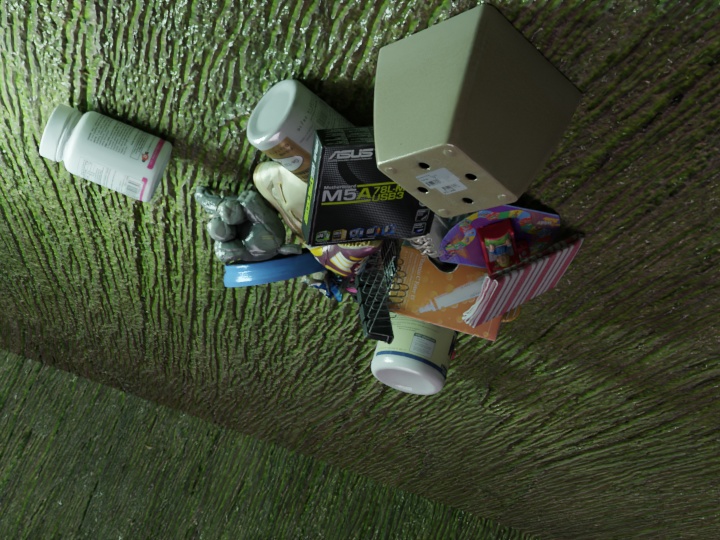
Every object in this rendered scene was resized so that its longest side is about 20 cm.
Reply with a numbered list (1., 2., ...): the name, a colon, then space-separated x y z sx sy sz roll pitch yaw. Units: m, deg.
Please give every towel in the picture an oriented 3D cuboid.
1. towel: 0.264 0.013 1.631 0.030 0.200 0.146 55 152 21

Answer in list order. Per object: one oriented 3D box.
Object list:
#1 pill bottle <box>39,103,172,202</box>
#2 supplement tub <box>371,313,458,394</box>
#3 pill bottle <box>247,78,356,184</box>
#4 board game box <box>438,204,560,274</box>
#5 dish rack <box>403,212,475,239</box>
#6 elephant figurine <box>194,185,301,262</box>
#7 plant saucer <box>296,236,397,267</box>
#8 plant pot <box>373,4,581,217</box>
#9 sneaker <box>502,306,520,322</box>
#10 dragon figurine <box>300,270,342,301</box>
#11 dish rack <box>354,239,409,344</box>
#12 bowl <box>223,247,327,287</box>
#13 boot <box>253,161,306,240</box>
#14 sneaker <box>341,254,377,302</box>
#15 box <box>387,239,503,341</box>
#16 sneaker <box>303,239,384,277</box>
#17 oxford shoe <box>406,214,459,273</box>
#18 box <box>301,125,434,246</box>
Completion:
1. pill bottle: -0.435 -0.204 1.724 0.200 0.113 0.113 22 156 -9
2. supplement tub: 0.113 0.123 1.937 0.145 0.200 0.145 15 156 7
3. pill bottle: -0.060 -0.184 1.496 0.200 0.114 0.114 34 152 -33
4. board game box: 0.227 -0.036 1.593 0.200 0.039 0.158 8 142 -33
5. dish rack: 0.104 -0.112 1.626 0.200 0.044 0.172 -4 148 41
6. elephant figurine: -0.205 -0.091 1.798 0.200 0.141 0.155 -124 10 -75
7. plant saucer: -0.029 -0.050 1.874 0.200 0.032 0.200 15 157 6
8. plant pot: 0.132 -0.182 1.284 0.200 0.177 0.200 33 152 -33
9. sneaker: 0.197 0.040 1.857 0.200 0.076 0.088 29 179 2
10. dragon figurine: -0.054 0.024 1.972 0.099 0.059 0.200 24 174 -20
11. dish rack: 0.039 0.009 1.666 0.054 0.154 0.200 3 139 -17
12. bowl: -0.151 -0.009 1.828 0.200 0.039 0.201 -10 -174 1
13. boot: -0.066 -0.118 1.692 0.155 0.073 0.200 -7 135 44
14. sneaker: 0.000 0.000 1.808 0.077 0.084 0.200 -1 155 10
15. box: 0.158 0.029 1.757 0.200 0.125 0.097 15 -165 6
16. sneaker: -0.008 -0.035 1.632 0.090 0.075 0.200 49 158 -24
17. oxford shoe: 0.106 -0.058 1.621 0.075 0.058 0.200 -4 147 42
18. box: 0.022 -0.125 1.466 0.200 0.048 0.193 -6 139 -18
